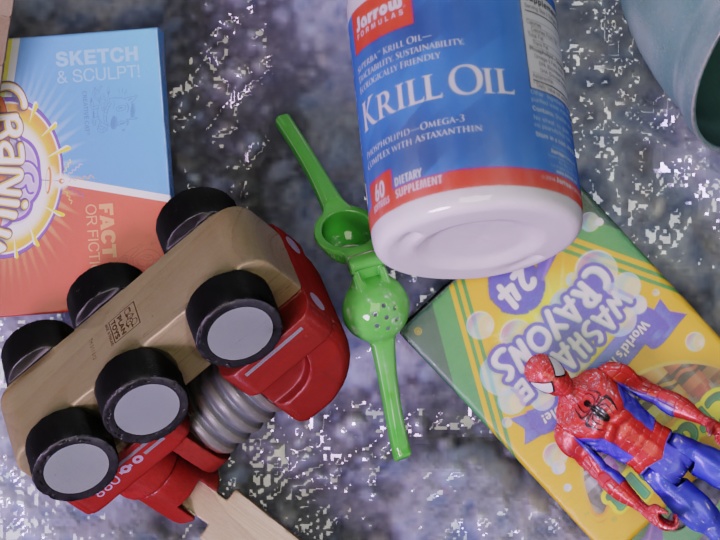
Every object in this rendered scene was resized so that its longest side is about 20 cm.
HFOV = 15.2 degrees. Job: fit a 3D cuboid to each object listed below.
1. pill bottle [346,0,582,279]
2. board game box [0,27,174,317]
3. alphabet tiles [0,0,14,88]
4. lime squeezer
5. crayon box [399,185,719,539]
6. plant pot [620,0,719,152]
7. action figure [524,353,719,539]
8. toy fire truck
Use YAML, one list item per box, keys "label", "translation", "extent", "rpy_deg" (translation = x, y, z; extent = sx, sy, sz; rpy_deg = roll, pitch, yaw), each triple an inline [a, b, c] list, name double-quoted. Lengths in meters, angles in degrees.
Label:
- label: "pill bottle"
  translation: [0.051, -0.106, 1.421]
  extent: [0.112, 0.112, 0.201]
  rpy_deg: [-7, 70, 0]
- label: "board game box"
  translation: [-0.201, -0.049, 1.473]
  extent: [0.199, 0.040, 0.154]
  rpy_deg: [-5, 90, 0]
- label: "alphabet tiles"
  translation: [-0.277, -0.147, 1.392]
  extent: [0.199, 0.008, 0.167]
  rpy_deg: [17, 134, 0]
- label: "lime squeezer"
  translation: [0.000, 0.000, 1.445]
  extent: [0.038, 0.071, 0.201]
  rpy_deg: [-20, 82, 0]
- label: "crayon box"
  translation: [0.133, 0.063, 1.468]
  extent: [0.126, 0.052, 0.200]
  rpy_deg: [-43, 91, 0]
- label: "plant pot"
  translation: [0.209, -0.179, 1.411]
  extent: [0.200, 0.200, 0.134]
  rpy_deg: [-41, 64, 0]
- label: "action figure"
  translation: [0.170, 0.105, 1.421]
  extent: [0.200, 0.052, 0.066]
  rpy_deg: [35, 94, 2]
- label: "toy fire truck"
  translation: [-0.066, 0.085, 1.440]
  extent: [0.176, 0.129, 0.200]
  rpy_deg: [-40, 132, 13]
